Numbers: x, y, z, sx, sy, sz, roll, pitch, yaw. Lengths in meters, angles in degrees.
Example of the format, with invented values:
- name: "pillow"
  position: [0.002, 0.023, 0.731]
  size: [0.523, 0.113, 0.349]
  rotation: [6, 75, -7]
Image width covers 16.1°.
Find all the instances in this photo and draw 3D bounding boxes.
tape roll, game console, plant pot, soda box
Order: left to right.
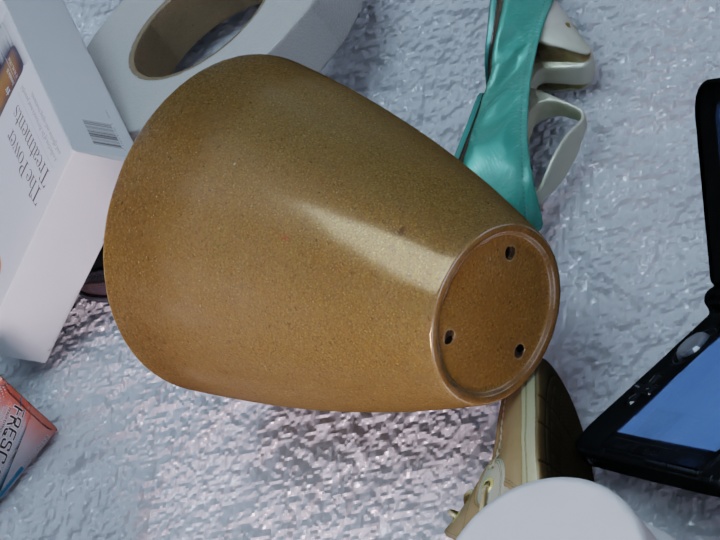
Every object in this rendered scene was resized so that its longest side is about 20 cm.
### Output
- name: "soda box"
  position: [-0.271, 0.066, 1.520]
  size: [0.200, 0.064, 0.068]
  rotation: [30, 76, 43]
- name: "tape roll"
  position: [-0.088, -0.143, 1.547]
  size: [0.202, 0.037, 0.203]
  rotation: [-27, 32, 19]
- name: "plant pot"
  position: [0.000, 0.000, 1.308]
  size: [0.199, 0.186, 0.187]
  rotation: [20, 70, 44]
- name: "game console"
  position: [0.172, 0.004, 1.197]
  size: [0.176, 0.117, 0.200]
  rotation: [-41, 12, -12]

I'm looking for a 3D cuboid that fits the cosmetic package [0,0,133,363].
- name: "cosmetic package"
  position: [-0.208, -0.066, 1.535]
  size: [0.151, 0.051, 0.200]
  rotation: [-63, 36, 28]

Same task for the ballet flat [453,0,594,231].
- name: "ballet flat"
  position: [0.095, -0.099, 1.427]
  size: [0.070, 0.067, 0.201]
  rotation: [9, 60, 8]

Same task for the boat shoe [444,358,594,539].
- name: "boat shoe"
  position: [0.075, 0.133, 1.252]
  size: [0.066, 0.074, 0.201]
  rotation: [-17, 46, 23]

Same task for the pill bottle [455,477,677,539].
- name: "pill bottle"
  position: [0.117, 0.178, 1.105]
  size: [0.113, 0.200, 0.114]
  rotation: [-16, 50, 20]

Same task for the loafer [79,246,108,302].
- name: "loafer"
  position: [-0.094, -0.041, 1.490]
  size: [0.199, 0.063, 0.072]
  rotation: [-18, 50, 19]
